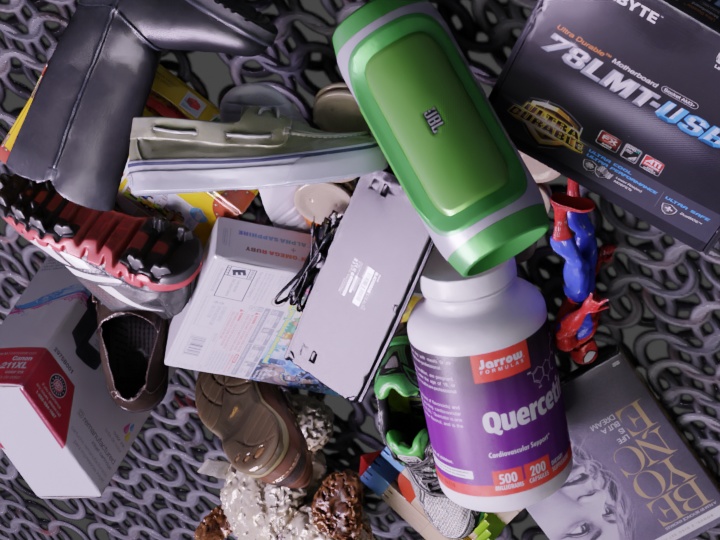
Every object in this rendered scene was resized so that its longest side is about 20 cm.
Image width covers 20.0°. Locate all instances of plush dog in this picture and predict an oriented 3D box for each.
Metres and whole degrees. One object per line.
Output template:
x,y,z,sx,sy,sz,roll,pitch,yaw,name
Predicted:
-0.049,0.239,1.891,0.171,0.160,0.201,33,150,41,plush dog

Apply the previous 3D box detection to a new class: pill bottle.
0.101,0.082,1.615,0.112,0.112,0.202,3,118,32,pill bottle

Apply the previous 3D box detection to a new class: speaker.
0.057,-0.100,1.467,0.201,0.088,0.088,61,143,11,speaker

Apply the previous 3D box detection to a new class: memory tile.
0.052,-0.074,1.576,0.198,0.017,0.154,13,140,0,memory tile

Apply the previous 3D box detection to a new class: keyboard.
0.000,0.000,1.607,0.104,0.040,0.201,34,121,16,keyboard

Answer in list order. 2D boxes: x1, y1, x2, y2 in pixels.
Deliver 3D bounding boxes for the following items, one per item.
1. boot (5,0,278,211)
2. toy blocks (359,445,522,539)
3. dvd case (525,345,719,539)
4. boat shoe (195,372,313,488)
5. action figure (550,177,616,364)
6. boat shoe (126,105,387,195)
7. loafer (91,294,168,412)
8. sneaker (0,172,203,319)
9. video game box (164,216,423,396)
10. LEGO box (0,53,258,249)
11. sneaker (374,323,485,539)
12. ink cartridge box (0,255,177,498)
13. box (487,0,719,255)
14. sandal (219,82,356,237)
-0.171,-0.135,1.580,0.164,0.066,0.201,30,103,17,boot
0.082,0.177,1.830,0.137,0.100,0.200,42,140,4,toy blocks
0.207,0.172,1.729,0.148,0.016,0.200,-31,116,16,dvd case
-0.095,0.133,1.842,0.072,0.200,0.067,-47,124,9,boat shoe
0.173,0.005,1.582,0.051,0.066,0.201,9,140,11,action figure
-0.079,-0.092,1.527,0.198,0.072,0.063,-4,93,2,boat shoe
-0.199,0.027,1.794,0.072,0.071,0.202,-7,93,-2,loafer
-0.219,-0.018,1.696,0.199,0.071,0.098,24,146,16,sneaker
-0.058,0.035,1.734,0.180,0.047,0.200,13,148,-12,video game box
-0.190,-0.097,1.712,0.199,0.077,0.149,37,142,-7,LEGO box
0.051,0.148,1.717,0.077,0.085,0.201,-6,121,28,sneaker
-0.256,0.084,1.862,0.082,0.201,0.146,-5,131,35,ink cartridge box
0.202,-0.126,1.432,0.199,0.050,0.199,30,144,3,box
-0.052,-0.096,1.632,0.078,0.060,0.207,-13,140,13,sandal
